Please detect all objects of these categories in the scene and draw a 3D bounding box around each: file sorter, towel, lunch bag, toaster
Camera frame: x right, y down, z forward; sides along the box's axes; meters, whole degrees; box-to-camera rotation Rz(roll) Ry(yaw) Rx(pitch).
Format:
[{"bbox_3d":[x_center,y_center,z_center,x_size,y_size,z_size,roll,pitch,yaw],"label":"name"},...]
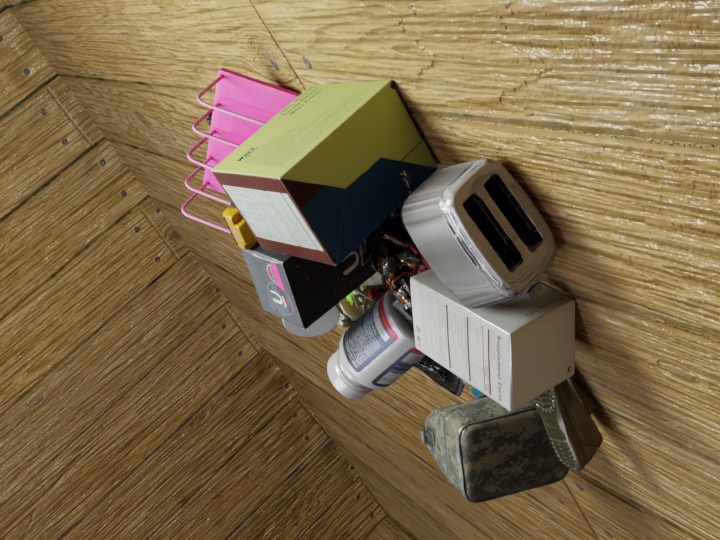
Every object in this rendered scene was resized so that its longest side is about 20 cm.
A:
[{"bbox_3d":[-0.184,-0.173,1.419,0.137,0.126,0.203,19,123,7],"label":"file sorter"},{"bbox_3d":[-0.039,0.045,1.825,0.133,0.034,0.200,48,-165,8],"label":"towel"},{"bbox_3d":[0.210,0.257,1.466,0.168,0.197,0.142,-149,49,-69],"label":"lunch bag"},{"bbox_3d":[0.136,-0.050,1.095,0.201,0.113,0.129,54,160,-10],"label":"toaster"}]

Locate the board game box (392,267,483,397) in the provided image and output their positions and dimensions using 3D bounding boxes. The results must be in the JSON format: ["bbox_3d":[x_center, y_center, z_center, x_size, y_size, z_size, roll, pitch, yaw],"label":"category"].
[{"bbox_3d":[0.156,0.086,1.423,0.200,0.064,0.148,47,156,1],"label":"board game box"}]

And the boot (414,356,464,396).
[{"bbox_3d":[0.102,0.155,1.659,0.172,0.070,0.200,26,168,-5],"label":"boot"}]

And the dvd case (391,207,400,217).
[{"bbox_3d":[0.034,-0.125,1.376,0.199,0.018,0.143,41,164,25],"label":"dvd case"}]

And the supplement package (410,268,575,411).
[{"bbox_3d":[0.170,0.072,1.226,0.199,0.116,0.119,30,135,48],"label":"supplement package"}]

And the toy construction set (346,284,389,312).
[{"bbox_3d":[0.034,0.048,1.681,0.131,0.092,0.200,48,176,-4],"label":"toy construction set"}]

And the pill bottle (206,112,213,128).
[{"bbox_3d":[-0.161,-0.192,1.542,0.202,0.111,0.111,62,161,-20],"label":"pill bottle"}]

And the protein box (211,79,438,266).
[{"bbox_3d":[-0.048,-0.130,1.213,0.199,0.198,0.136,13,141,56],"label":"protein box"}]

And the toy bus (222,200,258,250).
[{"bbox_3d":[-0.099,-0.108,1.354,0.078,0.199,0.066,24,146,47],"label":"toy bus"}]

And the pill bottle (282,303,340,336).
[{"bbox_3d":[-0.090,0.001,1.548,0.117,0.114,0.202,65,-168,-48],"label":"pill bottle"}]

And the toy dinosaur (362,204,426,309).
[{"bbox_3d":[0.038,-0.042,1.337,0.201,0.102,0.136,50,177,-1],"label":"toy dinosaur"}]

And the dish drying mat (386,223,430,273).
[{"bbox_3d":[0.049,-0.050,1.516,0.200,0.018,0.077,44,165,20],"label":"dish drying mat"}]

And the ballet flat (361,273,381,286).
[{"bbox_3d":[0.000,0.000,1.558,0.068,0.062,0.200,51,170,-15],"label":"ballet flat"}]

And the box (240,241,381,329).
[{"bbox_3d":[-0.060,-0.027,1.403,0.105,0.199,0.124,20,138,44],"label":"box"}]

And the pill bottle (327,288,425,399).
[{"bbox_3d":[0.034,0.126,1.566,0.120,0.119,0.200,47,125,1],"label":"pill bottle"}]

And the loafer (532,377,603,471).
[{"bbox_3d":[0.287,0.183,1.331,0.076,0.067,0.203,9,123,62],"label":"loafer"}]
